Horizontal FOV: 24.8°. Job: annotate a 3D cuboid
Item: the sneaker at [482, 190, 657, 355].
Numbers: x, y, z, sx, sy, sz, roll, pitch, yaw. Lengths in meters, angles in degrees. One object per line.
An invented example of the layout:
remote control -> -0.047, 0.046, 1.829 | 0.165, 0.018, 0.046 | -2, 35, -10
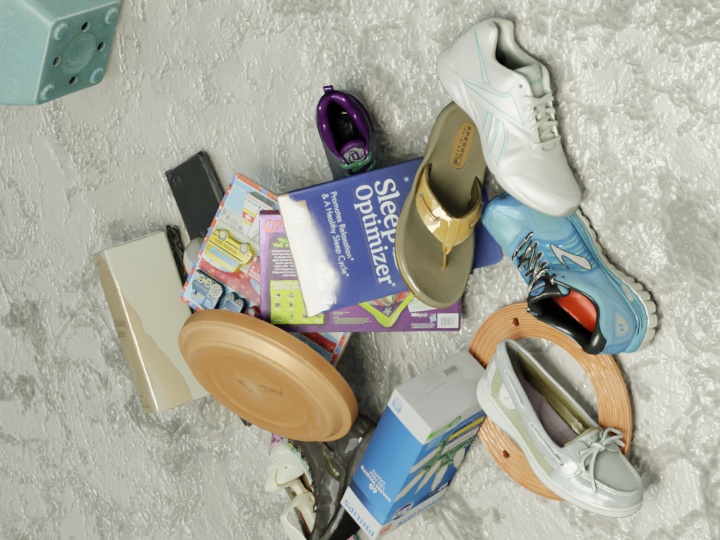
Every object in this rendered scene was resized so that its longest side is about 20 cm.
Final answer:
sneaker -> 0.178, 0.000, 1.488 | 0.200, 0.090, 0.079 | 46, 132, 27

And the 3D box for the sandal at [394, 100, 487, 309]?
sandal -> 0.085, -0.065, 1.526 | 0.054, 0.080, 0.201 | -176, 101, -75

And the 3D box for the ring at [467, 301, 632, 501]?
ring -> 0.182, 0.125, 1.583 | 0.200, 0.019, 0.201 | 19, 118, 41

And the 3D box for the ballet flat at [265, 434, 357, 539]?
ballet flat -> -0.065, 0.254, 1.837 | 0.069, 0.071, 0.201 | -33, 80, 53

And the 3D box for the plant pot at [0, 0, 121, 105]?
plant pot -> -0.393, -0.298, 1.893 | 0.200, 0.196, 0.196 | 37, 127, 20

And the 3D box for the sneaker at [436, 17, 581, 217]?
sneaker -> 0.144, -0.140, 1.489 | 0.080, 0.070, 0.201 | -43, 73, 41

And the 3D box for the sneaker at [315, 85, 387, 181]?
sneaker -> 0.000, -0.087, 1.625 | 0.074, 0.088, 0.201 | -25, 85, 5

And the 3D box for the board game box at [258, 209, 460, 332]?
board game box -> 0.000, 0.000, 1.607 | 0.032, 0.199, 0.121 | -98, 8, -73

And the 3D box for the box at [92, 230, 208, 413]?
box -> -0.243, 0.061, 1.924 | 0.201, 0.077, 0.095 | 72, 161, -1

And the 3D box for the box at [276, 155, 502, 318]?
box -> 0.030, -0.039, 1.569 | 0.032, 0.199, 0.122 | -128, 23, -84

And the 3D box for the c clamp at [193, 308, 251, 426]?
c clamp -> -0.154, 0.083, 1.821 | 0.200, 0.027, 0.171 | -127, 18, -52

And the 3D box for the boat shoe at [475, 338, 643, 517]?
boat shoe -> 0.187, 0.148, 1.521 | 0.202, 0.074, 0.065 | 47, 137, 32

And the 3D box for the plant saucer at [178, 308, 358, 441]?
plant saucer -> -0.097, 0.113, 1.657 | 0.200, 0.032, 0.201 | 22, 151, 13

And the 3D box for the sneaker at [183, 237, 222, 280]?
sneaker -> -0.099, 0.009, 1.737 | 0.200, 0.076, 0.092 | 36, 105, 23

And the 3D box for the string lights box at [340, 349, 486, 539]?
string lights box -> 0.058, 0.178, 1.646 | 0.059, 0.103, 0.200 | 47, 140, 23

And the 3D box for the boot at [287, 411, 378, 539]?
boot -> -0.053, 0.191, 1.777 | 0.174, 0.069, 0.201 | 38, 119, 26

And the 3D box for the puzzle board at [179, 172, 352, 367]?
puzzle board -> -0.085, 0.010, 1.678 | 0.200, 0.017, 0.151 | 31, 104, 25

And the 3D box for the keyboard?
keyboard -> -0.177, -0.027, 1.888 | 0.127, 0.021, 0.201 | -24, 86, 46
